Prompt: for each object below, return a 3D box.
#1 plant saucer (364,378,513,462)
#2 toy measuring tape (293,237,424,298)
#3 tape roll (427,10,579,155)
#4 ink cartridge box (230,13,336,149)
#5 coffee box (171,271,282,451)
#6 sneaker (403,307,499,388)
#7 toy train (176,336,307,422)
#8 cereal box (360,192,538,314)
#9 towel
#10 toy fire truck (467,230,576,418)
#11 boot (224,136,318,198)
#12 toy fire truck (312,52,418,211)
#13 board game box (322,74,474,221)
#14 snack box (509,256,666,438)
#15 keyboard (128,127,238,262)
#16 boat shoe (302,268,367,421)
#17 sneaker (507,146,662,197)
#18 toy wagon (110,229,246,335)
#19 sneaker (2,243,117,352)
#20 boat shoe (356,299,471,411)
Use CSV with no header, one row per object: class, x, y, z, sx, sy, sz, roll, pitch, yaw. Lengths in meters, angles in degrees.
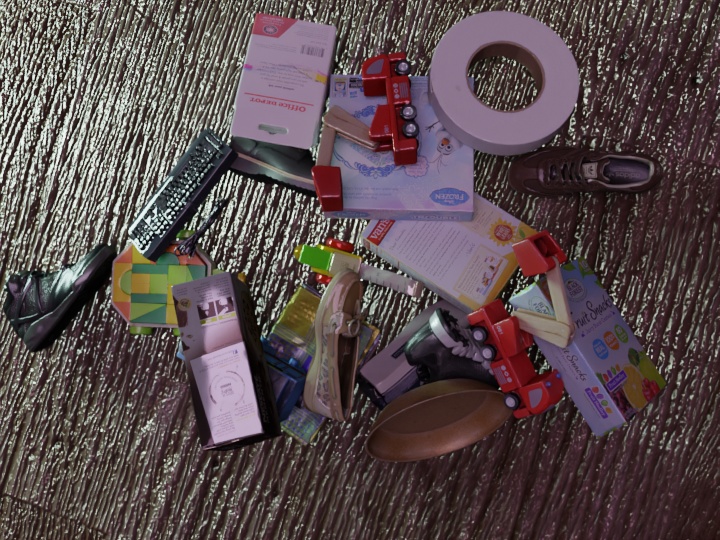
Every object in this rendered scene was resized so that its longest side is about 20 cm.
plant saucer,0.098,0.189,1.123,0.200,0.200,0.036,-22,57,9
toy measuring tape,0.000,0.000,1.196,0.199,0.074,0.074,17,91,19
tape roll,0.189,-0.251,1.157,0.202,0.037,0.204,1,73,-2
ink cartridge box,-0.105,-0.245,1.189,0.116,0.068,0.201,10,66,-1
coffee box,-0.164,0.115,1.068,0.080,0.113,0.201,-15,76,3
sneaker,0.119,0.116,1.117,0.090,0.200,0.067,-36,51,15
toy train,-0.160,0.131,1.181,0.200,0.114,0.087,30,93,11
cereal box,0.119,-0.043,1.171,0.200,0.040,0.144,34,75,13
towel,-0.077,0.131,1.234,0.143,0.023,0.200,34,94,10
toy fire truck,0.205,0.068,1.035,0.141,0.049,0.201,-28,87,41
boot,-0.088,-0.184,1.227,0.199,0.077,0.139,18,86,10
toy fire truck,0.004,-0.183,1.123,0.140,0.049,0.201,-6,72,1
board game box,0.053,-0.167,1.173,0.199,0.043,0.200,2,72,3
snack box,0.291,0.092,1.100,0.053,0.142,0.200,-39,79,39
keyboard,-0.245,-0.096,1.227,0.127,0.021,0.200,42,98,28
boat shoe,-0.022,0.098,1.143,0.063,0.073,0.201,18,104,32
sneaker,0.295,-0.136,1.144,0.199,0.076,0.071,-1,87,11
toy wagon,-0.266,0.018,1.267,0.199,0.040,0.156,1,88,12
sneaker,-0.456,0.016,1.287,0.114,0.076,0.199,45,102,3
boat shoe,0.092,0.123,1.185,0.200,0.075,0.093,-37,122,-10
